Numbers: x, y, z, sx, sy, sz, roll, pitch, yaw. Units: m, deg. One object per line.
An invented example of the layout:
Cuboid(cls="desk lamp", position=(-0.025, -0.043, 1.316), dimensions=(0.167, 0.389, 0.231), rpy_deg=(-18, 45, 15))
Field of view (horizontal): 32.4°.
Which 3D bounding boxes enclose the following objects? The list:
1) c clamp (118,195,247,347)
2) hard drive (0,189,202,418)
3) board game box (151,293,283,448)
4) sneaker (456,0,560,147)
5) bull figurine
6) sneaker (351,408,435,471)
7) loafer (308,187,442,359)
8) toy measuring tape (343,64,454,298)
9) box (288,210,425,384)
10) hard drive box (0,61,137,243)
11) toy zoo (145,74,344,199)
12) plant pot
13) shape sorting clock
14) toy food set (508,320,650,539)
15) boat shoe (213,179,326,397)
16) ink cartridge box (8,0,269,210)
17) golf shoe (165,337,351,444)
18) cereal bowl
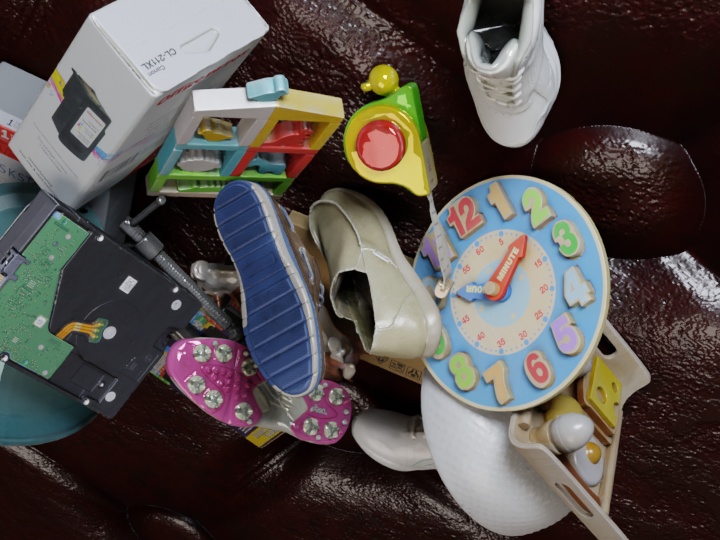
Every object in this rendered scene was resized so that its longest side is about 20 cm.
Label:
Cuboid(cls="c clamp", position=(-0.173, 0.026, 1.203), dimensions=(0.200, 0.027, 0.170), rpy_deg=(50, 145, -18))
Cuboid(cls="hard drive", position=(-0.247, 0.034, 1.082), dimensions=(0.038, 0.140, 0.200), rpy_deg=(37, 178, 41))
Cuboid(cls="board game box", position=(-0.126, 0.102, 1.339), dimensions=(0.165, 0.057, 0.200), rpy_deg=(35, 147, -10))
Cuboid(cls="sneaker", position=(0.101, -0.161, 0.912), dimensions=(0.077, 0.100, 0.201), rpy_deg=(10, 138, 19))
Cuboid(cls="bull figurine", position=(-0.070, 0.039, 1.207), dimensions=(0.200, 0.065, 0.121), rpy_deg=(39, 154, -14))
Cuboid(cls="sneaker", position=(0.090, 0.180, 1.325), dimensions=(0.199, 0.071, 0.081), rpy_deg=(17, 131, 1))
Cuboid(cls="loafer", position=(0.000, 0.000, 1.096), dimensions=(0.200, 0.068, 0.076), rpy_deg=(53, 141, 38))
Cuboid(cls="toy measuring tape", position=(0.028, -0.072, 1.042), dimensions=(0.073, 0.073, 0.201), rpy_deg=(-4, 105, 31))
Cuboid(cls="box", position=(0.009, 0.033, 1.235), dimensions=(0.199, 0.021, 0.164), rpy_deg=(22, 140, 6))
Cuboid(cls="hard drive box", position=(-0.310, -0.087, 1.236), dimensions=(0.155, 0.077, 0.200), rpy_deg=(24, 140, 1))
Cuboid(cls="toy zoo", position=(-0.098, -0.110, 1.058), dimensions=(0.130, 0.021, 0.200), rpy_deg=(0, 160, -24))
Cuboid(cls="plant pot", position=(-0.321, 0.027, 1.172), dimensions=(0.199, 0.200, 0.189), rpy_deg=(23, 125, 5))
Cuboid(cls="shape sorting clock", position=(0.120, 0.018, 1.048), dimensions=(0.199, 0.201, 0.039), rpy_deg=(-15, 161, 39))
Cuboid(cls="toy food set", position=(0.205, 0.124, 1.087), dimensions=(0.060, 0.201, 0.144), rpy_deg=(-23, 121, 37))
Cuboid(cls="boat shoe", position=(-0.065, 0.014, 1.099), dimensions=(0.072, 0.201, 0.072), rpy_deg=(-23, 166, 27))
Cuboid(cls="ink cartridge box", position=(-0.187, -0.153, 1.033), dimensions=(0.083, 0.146, 0.200), rpy_deg=(50, 138, -1))
Cuboid(cls="golf shoe", position=(-0.108, 0.118, 1.197), dimensions=(0.199, 0.076, 0.091), rpy_deg=(26, 166, -28))
Cuboid(cls="cereal bowl", position=(0.150, 0.138, 1.137), dimensions=(0.083, 0.201, 0.200), rpy_deg=(-25, 119, 40))
